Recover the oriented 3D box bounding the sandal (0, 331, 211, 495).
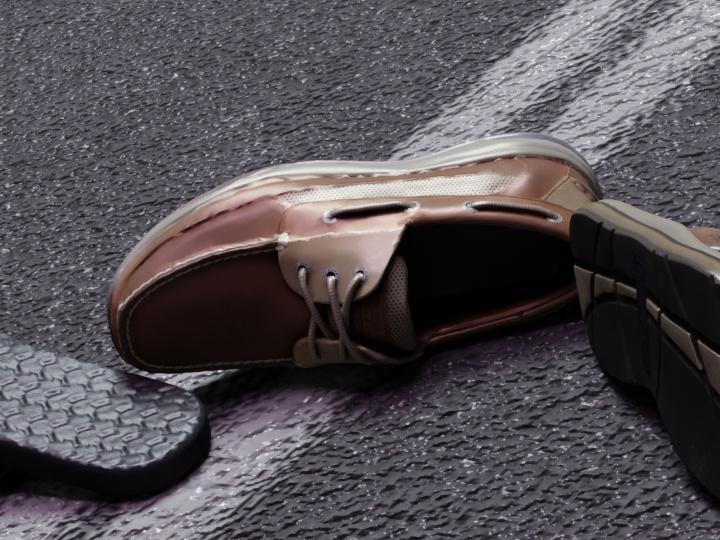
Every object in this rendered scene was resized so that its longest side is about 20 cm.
[{"bbox_3d":[-0.147,0.058,1.174,0.199,0.045,0.075,16,44,28],"label":"sandal"}]

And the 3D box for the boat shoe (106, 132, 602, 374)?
[{"bbox_3d":[0.000,0.000,1.147,0.199,0.076,0.072,-17,31,-1],"label":"boat shoe"}]

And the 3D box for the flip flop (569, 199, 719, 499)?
[{"bbox_3d":[0.126,0.022,1.034,0.057,0.082,0.200,-8,17,-14],"label":"flip flop"}]
